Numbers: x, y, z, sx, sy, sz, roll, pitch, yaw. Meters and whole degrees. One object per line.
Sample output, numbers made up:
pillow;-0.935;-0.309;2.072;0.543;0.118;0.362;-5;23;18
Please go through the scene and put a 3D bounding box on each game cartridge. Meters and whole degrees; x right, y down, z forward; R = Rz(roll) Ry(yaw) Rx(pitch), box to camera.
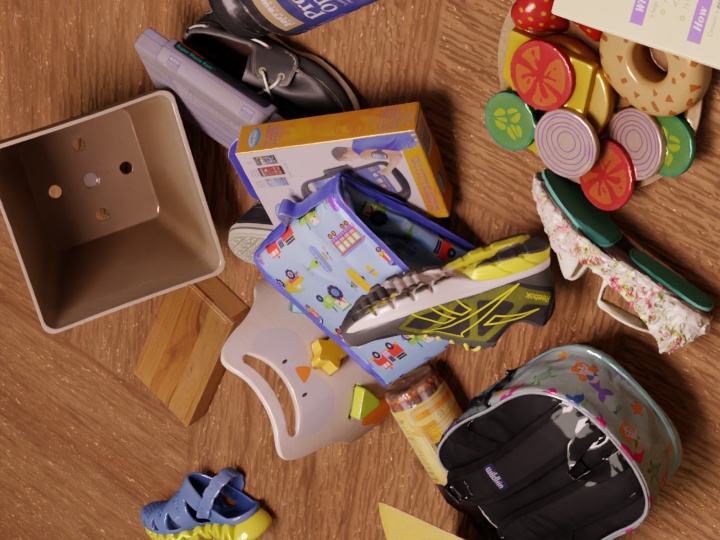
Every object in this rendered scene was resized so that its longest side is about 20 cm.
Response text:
game cartridge;-0.131;-0.157;1.449;0.199;0.038;0.130;35;162;19

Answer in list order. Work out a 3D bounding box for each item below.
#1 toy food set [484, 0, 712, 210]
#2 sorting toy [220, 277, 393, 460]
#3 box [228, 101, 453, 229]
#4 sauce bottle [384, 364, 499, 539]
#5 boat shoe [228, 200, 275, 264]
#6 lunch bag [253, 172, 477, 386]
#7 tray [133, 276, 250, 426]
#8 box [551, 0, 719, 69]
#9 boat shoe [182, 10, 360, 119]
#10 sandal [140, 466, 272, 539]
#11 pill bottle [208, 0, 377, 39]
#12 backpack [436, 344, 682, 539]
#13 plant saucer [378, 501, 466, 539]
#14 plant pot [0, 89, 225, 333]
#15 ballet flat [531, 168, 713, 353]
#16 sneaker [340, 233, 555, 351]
toy food set;0.193;-0.151;1.198;0.199;0.049;0.200;28;130;27
sorting toy;-0.053;0.097;1.469;0.106;0.180;0.201;-28;94;47
box;-0.024;-0.090;1.350;0.198;0.042;0.120;-8;139;18
sauce bottle;0.098;0.193;1.474;0.066;0.066;0.201;-19;109;46
boat shoe;-0.036;-0.034;1.461;0.198;0.063;0.075;8;142;22
lunch bag;0.000;0.000;1.371;0.199;0.095;0.150;34;140;-18
tray;-0.200;0.085;1.700;0.099;0.037;0.201;42;134;15
box;0.260;-0.239;1.020;0.199;0.096;0.178;24;111;29
boat shoe;-0.087;-0.186;1.417;0.199;0.067;0.072;37;132;17
sandal;-0.196;0.286;1.792;0.198;0.079;0.088;-11;103;36
pill bottle;-0.045;-0.274;1.293;0.199;0.112;0.113;-15;104;45
backpack;0.189;0.158;1.308;0.178;0.150;0.200;47;145;0
plant saucer;0.127;0.304;1.437;0.198;0.049;0.200;19;169;33
plant pot;-0.277;-0.080;1.547;0.177;0.198;0.202;-136;28;-68
ballet flat;0.212;-0.003;1.247;0.200;0.075;0.064;43;118;16
sneaker;0.081;0.039;1.276;0.198;0.075;0.085;-19;106;6
